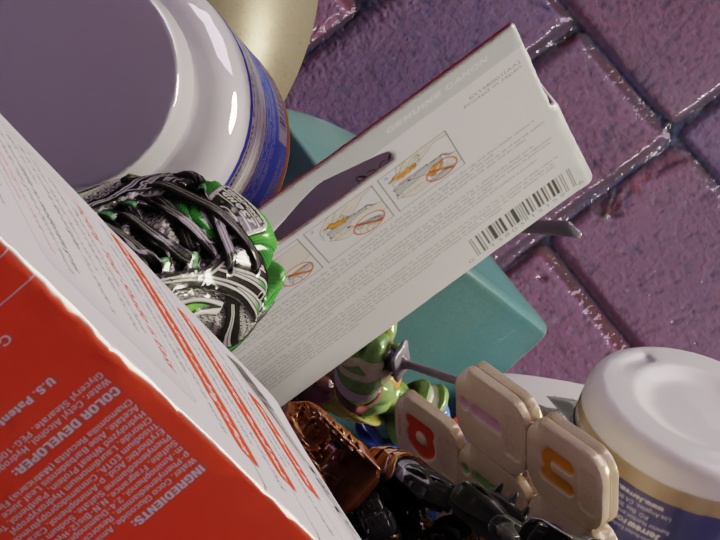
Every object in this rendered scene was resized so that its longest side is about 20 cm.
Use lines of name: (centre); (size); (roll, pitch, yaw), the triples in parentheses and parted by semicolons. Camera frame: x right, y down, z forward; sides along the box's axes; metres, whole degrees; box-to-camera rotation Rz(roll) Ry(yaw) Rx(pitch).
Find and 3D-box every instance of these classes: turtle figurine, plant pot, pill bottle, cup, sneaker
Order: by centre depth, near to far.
sneaker: (-0.075, -0.004, 0.621); (0.078, 0.085, 0.200); (52, 3, 8)
pill bottle: (-0.094, -0.061, 0.811); (0.112, 0.112, 0.200); (52, 3, 6)
pill bottle: (0.132, 0.147, 0.991); (0.111, 0.201, 0.111); (14, 29, -8)
turtle figurine: (0.000, 0.000, 1.036); (0.194, 0.144, 0.200); (34, -32, -17)
plant pot: (-0.014, -0.001, 1.244); (0.200, 0.141, 0.141); (41, 10, -49)
cup: (-0.127, -0.193, 1.707); (0.200, 0.200, 0.144); (48, 34, -63)

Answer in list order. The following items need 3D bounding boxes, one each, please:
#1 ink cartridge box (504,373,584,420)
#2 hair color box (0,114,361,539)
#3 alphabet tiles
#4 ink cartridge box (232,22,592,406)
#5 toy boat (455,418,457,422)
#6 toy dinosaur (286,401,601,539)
ink cartridge box: (0.122, 0.159, 1.204); (0.083, 0.147, 0.200); (11, 10, -10)
hair color box: (-0.070, 0.030, 0.469); (0.200, 0.064, 0.111); (48, 3, -44)
alphabet tiles: (0.081, 0.143, 0.925); (0.195, 0.015, 0.201); (34, -42, 45)
ink cartridge box: (-0.006, -0.024, 0.871); (0.044, 0.200, 0.174); (55, 2, 26)
toy boat: (0.043, 0.044, 1.763); (0.200, 0.131, 0.131); (53, 2, 24)
toy dinosaur: (0.017, 0.121, 0.865); (0.200, 0.102, 0.136); (23, 7, -46)
